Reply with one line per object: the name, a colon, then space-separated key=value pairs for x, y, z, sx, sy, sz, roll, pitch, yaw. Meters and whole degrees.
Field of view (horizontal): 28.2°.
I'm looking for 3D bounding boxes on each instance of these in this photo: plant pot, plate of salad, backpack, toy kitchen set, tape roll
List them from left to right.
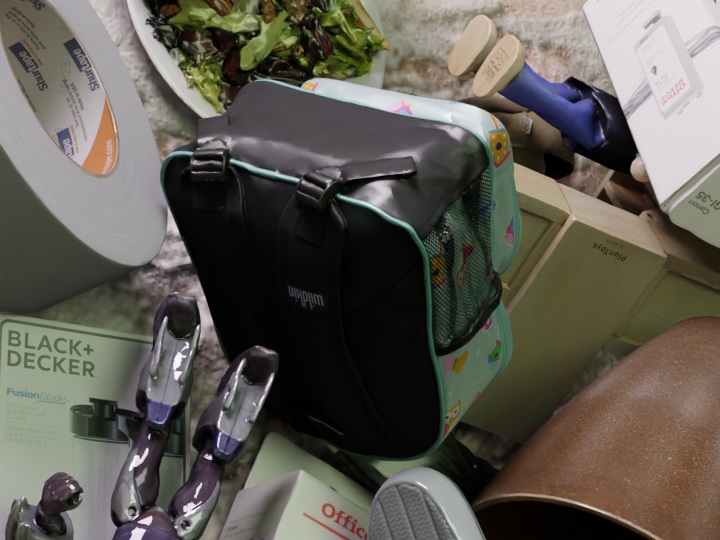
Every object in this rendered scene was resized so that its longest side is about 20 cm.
tape roll: x=-0.175 y=-0.081 z=0.709 sx=0.200 sy=0.066 sz=0.200 roll=58 pitch=16 yaw=-29
plate of salad: x=-0.058 y=-0.171 z=0.915 sx=0.200 sy=0.048 sz=0.201 roll=15 pitch=65 yaw=-34
backpack: x=0.000 y=0.000 z=0.790 sx=0.153 sy=0.175 sz=0.200 roll=-44 pitch=138 yaw=-44
toy kitchen set: x=0.117 y=-0.003 z=0.970 sx=0.200 sy=0.163 sz=0.181 roll=21 pitch=28 yaw=-21
plant pot: x=0.180 y=0.125 z=0.833 sx=0.187 sy=0.187 sz=0.200 roll=48 pitch=53 yaw=-13

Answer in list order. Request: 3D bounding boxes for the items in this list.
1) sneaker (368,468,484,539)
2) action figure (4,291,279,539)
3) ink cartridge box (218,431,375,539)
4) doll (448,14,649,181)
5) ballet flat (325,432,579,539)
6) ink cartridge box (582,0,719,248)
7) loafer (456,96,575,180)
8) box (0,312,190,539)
sneaker: x=0.063 y=0.191 z=0.764 sx=0.071 sy=0.073 sz=0.200 roll=-33 pitch=107 yaw=-51
action figure: x=-0.096 y=0.115 z=0.673 sx=0.130 sy=0.069 sz=0.200 roll=25 pitch=53 yaw=-15
ink cartridge box: x=-0.026 y=0.191 z=0.784 sx=0.116 sy=0.067 sz=0.200 roll=35 pitch=54 yaw=-23
doll: x=0.155 y=-0.095 z=0.930 sx=0.200 sy=0.049 sz=0.136 roll=22 pitch=17 yaw=-31
ballet flat: x=0.048 y=0.134 z=0.887 sx=0.200 sy=0.057 sz=0.067 roll=35 pitch=61 yaw=-15
ink cartridge box: x=0.238 y=-0.102 z=0.907 sx=0.146 sy=0.083 sz=0.200 roll=25 pitch=37 yaw=-31
loafer: x=0.087 y=-0.078 z=0.975 sx=0.200 sy=0.076 sz=0.068 roll=-22 pitch=81 yaw=-41
box: x=-0.148 y=0.129 z=0.717 sx=0.116 sy=0.060 sz=0.200 roll=13 pitch=65 yaw=-35
